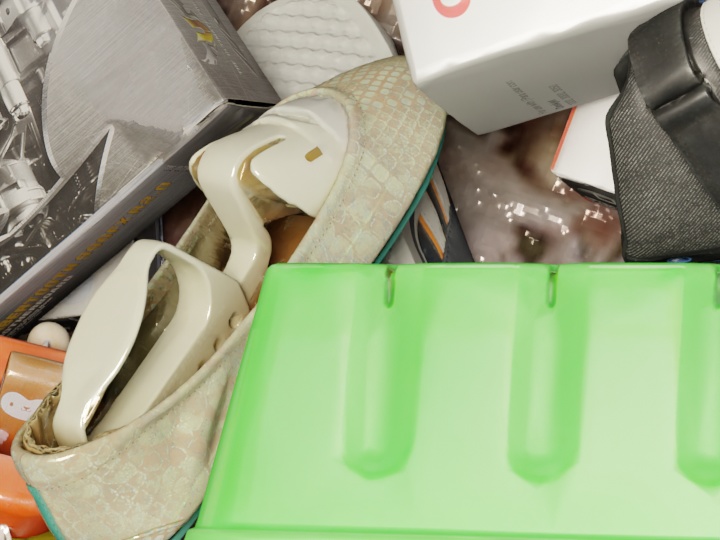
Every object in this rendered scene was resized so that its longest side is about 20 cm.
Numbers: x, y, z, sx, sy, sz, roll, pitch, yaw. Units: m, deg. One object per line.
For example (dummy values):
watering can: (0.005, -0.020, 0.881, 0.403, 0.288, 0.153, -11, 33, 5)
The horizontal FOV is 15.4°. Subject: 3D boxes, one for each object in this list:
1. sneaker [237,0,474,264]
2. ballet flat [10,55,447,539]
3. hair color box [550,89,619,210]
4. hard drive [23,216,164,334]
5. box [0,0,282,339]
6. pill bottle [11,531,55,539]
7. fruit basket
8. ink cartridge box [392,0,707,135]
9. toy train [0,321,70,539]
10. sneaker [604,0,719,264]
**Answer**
sneaker: (0.000, 0.000, 0.890, 0.078, 0.079, 0.201, -21, 53, 12)
ballet flat: (-0.037, -0.002, 0.808, 0.067, 0.062, 0.201, 6, 55, 43)
hair color box: (0.146, -0.105, 0.862, 0.101, 0.061, 0.201, 21, 89, 17)
hard drive: (-0.170, -0.042, 0.960, 0.199, 0.038, 0.141, -5, 82, 15)
box: (-0.141, -0.086, 0.897, 0.158, 0.048, 0.201, -38, 75, 21)
pill bottle: (-0.110, 0.154, 0.879, 0.111, 0.111, 0.200, -43, 74, 7)
fruit basket: (0.061, 0.101, 0.730, 0.214, 0.155, 0.217, -1, 85, 15)
ink cartridge box: (0.099, -0.142, 0.804, 0.199, 0.085, 0.145, -17, 79, 16)
toy train: (-0.051, 0.087, 0.841, 0.199, 0.056, 0.151, 19, 53, -6)
sneaker: (0.139, -0.010, 0.790, 0.111, 0.200, 0.073, -18, 36, 23)
